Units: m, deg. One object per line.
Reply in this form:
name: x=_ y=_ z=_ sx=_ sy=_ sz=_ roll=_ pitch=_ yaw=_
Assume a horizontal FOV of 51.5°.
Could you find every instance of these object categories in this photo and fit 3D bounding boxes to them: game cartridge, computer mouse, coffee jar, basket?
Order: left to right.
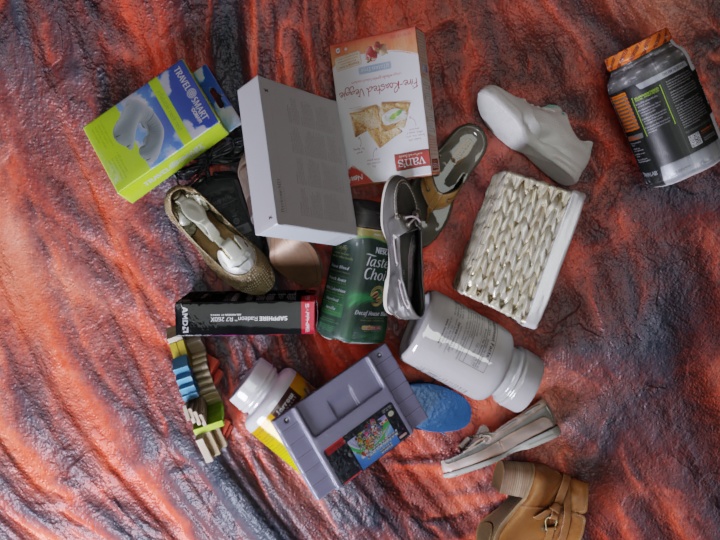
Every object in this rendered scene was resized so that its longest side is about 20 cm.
computer mouse: x=-0.196 y=-0.086 z=1.096 sx=0.135 sy=0.053 sz=0.205 roll=-15 pitch=85 yaw=-4
game cartridge: x=-0.011 y=0.211 z=1.047 sx=0.198 sy=0.038 sz=0.131 roll=-32 pitch=86 yaw=-19
coffee jar: x=0.000 y=0.000 z=1.086 sx=0.102 sy=0.084 sz=0.206 roll=5 pitch=95 yaw=-40
basket: x=0.223 y=-0.036 z=1.085 sx=0.121 sy=0.136 sz=0.205 roll=21 pitch=93 yaw=-1

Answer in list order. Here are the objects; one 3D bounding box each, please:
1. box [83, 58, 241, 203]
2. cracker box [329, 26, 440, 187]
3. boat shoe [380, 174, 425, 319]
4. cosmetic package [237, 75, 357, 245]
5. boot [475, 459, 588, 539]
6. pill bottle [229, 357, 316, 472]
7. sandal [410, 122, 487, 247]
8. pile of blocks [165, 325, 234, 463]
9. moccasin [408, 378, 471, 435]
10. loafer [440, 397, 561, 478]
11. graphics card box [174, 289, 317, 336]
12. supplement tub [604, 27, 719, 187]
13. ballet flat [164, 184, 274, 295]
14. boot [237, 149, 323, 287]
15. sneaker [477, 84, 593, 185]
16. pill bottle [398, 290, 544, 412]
box: x=-0.281 y=-0.205 z=1.063 sx=0.198 sy=0.048 sz=0.123 roll=-34 pitch=75 yaw=0
cracker box: x=0.036 y=-0.230 z=1.070 sx=0.131 sy=0.058 sz=0.206 roll=-6 pitch=96 yaw=21
boat shoe: x=0.068 y=-0.030 z=1.046 sx=0.066 sy=0.056 sz=0.206 roll=-15 pitch=110 yaw=-43
cosmetic package: x=-0.084 y=-0.143 z=1.003 sx=0.051 sy=0.149 sz=0.205 roll=-19 pitch=73 yaw=38
boot: x=0.266 y=0.401 z=1.159 sx=0.151 sy=0.077 sz=0.205 roll=14 pitch=86 yaw=-9
pill bottle: x=-0.093 y=0.221 z=1.094 sx=0.199 sy=0.109 sz=0.110 roll=40 pitch=91 yaw=-6
sandal: x=0.125 y=-0.129 z=1.108 sx=0.081 sy=0.055 sz=0.202 roll=36 pitch=91 yaw=-6
pile of blocks: x=-0.228 y=0.174 z=1.096 sx=0.061 sy=0.082 sz=0.205 roll=-18 pitch=95 yaw=-2
moccasin: x=0.069 y=0.195 z=1.126 sx=0.195 sy=0.068 sz=0.083 roll=12 pitch=85 yaw=-5
loafer: x=0.209 y=0.257 z=1.145 sx=0.195 sy=0.072 sz=0.064 roll=-19 pitch=79 yaw=-8
graphics card box: x=-0.159 y=0.059 z=1.070 sx=0.194 sy=0.125 sz=0.052 roll=0 pitch=96 yaw=-5
supplement tub: x=0.439 y=-0.237 z=1.086 sx=0.120 sy=0.123 sz=0.204 roll=-25 pitch=96 yaw=-1
ballet flat: x=-0.199 y=-0.042 z=1.032 sx=0.199 sy=0.065 sz=0.071 roll=41 pitch=79 yaw=1
boot: x=-0.108 y=-0.089 z=1.067 sx=0.069 sy=0.149 sz=0.201 roll=-17 pitch=139 yaw=14
sneaker: x=0.262 y=-0.220 z=1.111 sx=0.199 sy=0.075 sz=0.089 roll=38 pitch=79 yaw=-12
pill bottle: x=0.165 y=0.124 z=1.101 sx=0.197 sy=0.114 sz=0.116 roll=28 pitch=92 yaw=-6
